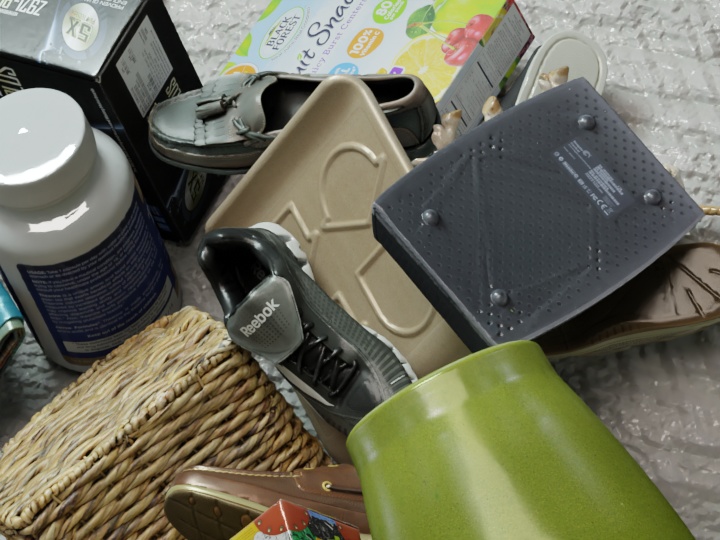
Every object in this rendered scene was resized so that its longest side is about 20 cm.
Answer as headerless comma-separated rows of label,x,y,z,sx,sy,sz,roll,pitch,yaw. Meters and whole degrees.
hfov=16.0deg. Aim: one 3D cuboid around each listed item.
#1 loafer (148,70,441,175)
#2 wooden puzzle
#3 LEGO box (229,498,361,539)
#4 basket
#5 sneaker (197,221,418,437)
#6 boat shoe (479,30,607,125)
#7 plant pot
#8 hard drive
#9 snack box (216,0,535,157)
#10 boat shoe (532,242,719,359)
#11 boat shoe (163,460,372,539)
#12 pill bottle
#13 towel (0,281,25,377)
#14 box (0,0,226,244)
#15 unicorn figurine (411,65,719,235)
loafer,-0.047,-0.109,1.707,0.199,0.063,0.072,-1,60,7
wooden puzzle,0.000,0.000,1.671,0.046,0.185,0.200,-13,64,-44
LEGO box,-0.073,0.258,1.531,0.200,0.077,0.149,-40,48,24
basket,-0.135,0.142,1.688,0.200,0.149,0.143,-41,22,-11
sneaker,-0.039,0.042,1.614,0.067,0.090,0.200,-49,62,16
boat shoe,0.105,-0.074,1.760,0.074,0.060,0.201,28,69,-6
plant pot,0.088,0.152,1.487,0.200,0.200,0.193,-27,76,-2
hard drive,0.108,-0.030,1.592,0.200,0.042,0.135,-32,75,-36
snack box,0.004,-0.143,1.821,0.199,0.053,0.142,15,61,40
boat shoe,0.149,0.024,1.667,0.199,0.065,0.072,-8,73,3
boat shoe,-0.024,0.157,1.615,0.199,0.072,0.068,14,52,-3
pill bottle,-0.197,-0.029,1.734,0.110,0.200,0.111,-7,53,9
towel,-0.298,0.024,1.790,0.200,0.022,0.147,57,129,38
box,-0.199,-0.124,1.801,0.163,0.200,0.086,16,62,26
unicorn figurine,0.136,-0.062,1.703,0.199,0.074,0.138,-23,93,-9
